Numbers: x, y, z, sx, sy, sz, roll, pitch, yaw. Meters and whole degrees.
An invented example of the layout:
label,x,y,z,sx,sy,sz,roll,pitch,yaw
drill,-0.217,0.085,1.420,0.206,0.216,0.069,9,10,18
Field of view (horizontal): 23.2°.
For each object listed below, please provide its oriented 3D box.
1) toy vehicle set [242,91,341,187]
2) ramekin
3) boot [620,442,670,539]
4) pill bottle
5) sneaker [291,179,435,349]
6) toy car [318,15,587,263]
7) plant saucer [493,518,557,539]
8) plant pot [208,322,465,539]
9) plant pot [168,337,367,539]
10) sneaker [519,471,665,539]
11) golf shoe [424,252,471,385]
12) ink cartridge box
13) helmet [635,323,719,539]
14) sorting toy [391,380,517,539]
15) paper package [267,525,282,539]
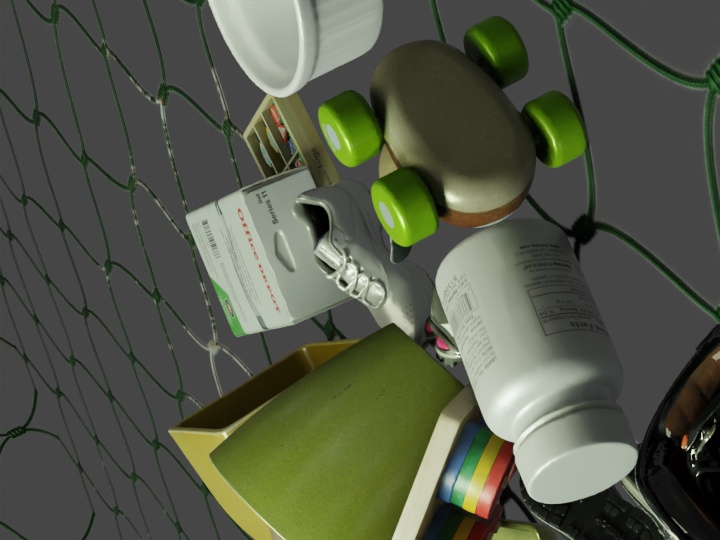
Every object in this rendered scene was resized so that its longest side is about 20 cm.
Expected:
label,x,y,z,sx,sy,sz,roll,pitch,yaw
toy vehicle set,-0.054,-0.080,1.812,0.201,0.026,0.124,63,157,10
ramekin,-0.061,-0.265,1.564,0.201,0.097,0.202,49,151,39
boot,0.264,0.237,1.329,0.203,0.073,0.155,38,139,44
pill bottle,0.139,0.070,1.353,0.115,0.113,0.201,101,155,-54
sneaker,0.000,0.000,1.670,0.200,0.087,0.075,53,125,25
toy car,0.069,-0.072,1.391,0.158,0.163,0.200,56,165,25
plant saucer,0.141,0.314,1.683,0.199,0.048,0.201,-1,111,51
plant pot,-0.002,0.152,1.577,0.187,0.200,0.187,42,179,1
plant pot,-0.057,0.210,1.896,0.201,0.195,0.194,63,158,-7
sneaker,0.200,0.219,1.471,0.088,0.075,0.200,56,178,-34
golf shoe,0.120,0.058,1.497,0.200,0.077,0.089,36,132,47
ink cartridge box,-0.094,-0.017,1.817,0.148,0.083,0.200,69,158,-4
helmet,0.280,0.124,1.043,0.190,0.201,0.200,36,157,-5
sorting toy,0.086,0.205,1.524,0.069,0.199,0.201,23,103,11
paper package,0.012,0.265,1.778,0.103,0.190,0.202,16,127,58
